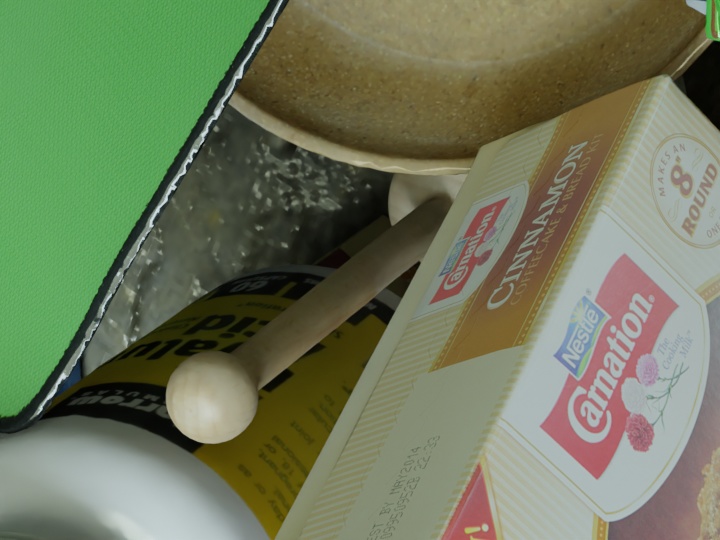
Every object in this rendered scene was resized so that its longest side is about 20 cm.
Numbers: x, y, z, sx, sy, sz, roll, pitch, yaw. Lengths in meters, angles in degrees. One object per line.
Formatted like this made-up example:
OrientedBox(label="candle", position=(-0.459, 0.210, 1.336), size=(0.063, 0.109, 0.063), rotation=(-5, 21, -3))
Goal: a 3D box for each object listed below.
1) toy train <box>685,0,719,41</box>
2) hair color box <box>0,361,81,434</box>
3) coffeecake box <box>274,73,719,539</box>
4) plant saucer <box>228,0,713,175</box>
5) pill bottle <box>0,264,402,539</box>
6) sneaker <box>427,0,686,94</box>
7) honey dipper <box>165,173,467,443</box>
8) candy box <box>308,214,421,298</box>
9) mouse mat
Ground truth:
OrientedBox(label="toy train", position=(0.094, -0.147, 0.662), size=(0.056, 0.042, 0.201), rotation=(-155, 63, -63))
OrientedBox(label="hair color box", position=(-0.147, -0.049, 0.916), size=(0.100, 0.060, 0.201), rotation=(9, 113, 25))
OrientedBox(label="coffeecake box", position=(0.087, 0.080, 0.698), size=(0.200, 0.154, 0.073), rotation=(43, 144, -21))
OrientedBox(label="plant saucer", position=(0.022, -0.126, 0.744), size=(0.199, 0.035, 0.201), rotation=(3, 99, 23))
OrientedBox(label="pill bottle", position=(-0.049, 0.079, 0.767), size=(0.111, 0.200, 0.112), rotation=(9, 112, 22))
OrientedBox(label="sneaker", position=(0.026, -0.080, 0.810), size=(0.084, 0.075, 0.201), rotation=(-19, 90, 30))
OrientedBox(label="honey dipper", position=(0.000, 0.000, 0.776), size=(0.038, 0.200, 0.038), rotation=(9, 112, 24))
OrientedBox(label="candy box", position=(-0.020, 0.093, 0.908), size=(0.115, 0.055, 0.200), rotation=(45, 121, 4))
OrientedBox(label="mouse mat", position=(-0.079, -0.079, 0.742), size=(0.161, 0.008, 0.201), rotation=(47, 113, 38))
